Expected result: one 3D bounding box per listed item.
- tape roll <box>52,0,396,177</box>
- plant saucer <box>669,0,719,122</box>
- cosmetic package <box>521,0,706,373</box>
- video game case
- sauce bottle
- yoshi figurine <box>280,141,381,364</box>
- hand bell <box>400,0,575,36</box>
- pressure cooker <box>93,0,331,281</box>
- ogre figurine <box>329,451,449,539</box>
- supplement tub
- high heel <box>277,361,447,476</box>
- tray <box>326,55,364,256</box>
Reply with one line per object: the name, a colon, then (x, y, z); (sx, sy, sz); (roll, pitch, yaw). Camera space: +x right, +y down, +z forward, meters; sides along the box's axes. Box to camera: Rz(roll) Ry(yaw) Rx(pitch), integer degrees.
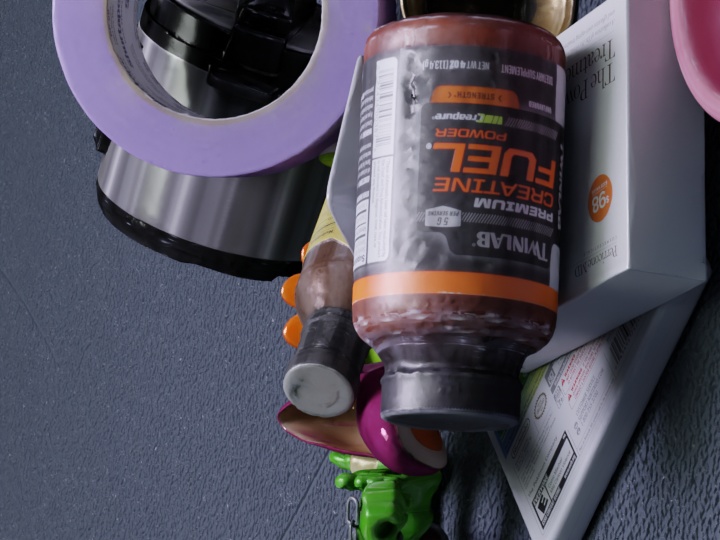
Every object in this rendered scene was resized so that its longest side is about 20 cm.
tape roll: (-0.081, -0.156, 1.692); (0.085, 0.199, 0.201); (-16, -62, -82)
plant saucer: (0.216, -0.163, 1.323); (0.200, 0.051, 0.201); (-171, 90, -68)
cosmetic package: (0.112, -0.043, 1.468); (0.200, 0.051, 0.151); (146, 127, -61)
video game case: (0.118, 0.026, 1.522); (0.183, 0.022, 0.201); (-111, 37, -52)
sauce bottle: (0.000, 0.000, 1.554); (0.065, 0.065, 0.200); (-57, 11, 44)
yoshi figurine: (0.033, -0.011, 1.685); (0.112, 0.112, 0.201); (19, 85, 32)
hand bell: (0.054, -0.146, 1.693); (0.200, 0.104, 0.105); (150, 127, -77)
pressure cooker: (-0.072, -0.113, 1.847); (0.176, 0.178, 0.201); (37, 117, 45)
ogre figurine: (0.019, 0.168, 1.599); (0.200, 0.098, 0.120); (-168, 78, -75)
supplement tub: (0.050, -0.022, 1.408); (0.107, 0.107, 0.201); (160, 114, -65)
high heel: (-0.005, 0.091, 1.556); (0.200, 0.096, 0.068); (-51, -61, -84)
tray: (0.033, -0.014, 1.525); (0.200, 0.022, 0.108); (62, -148, -44)
